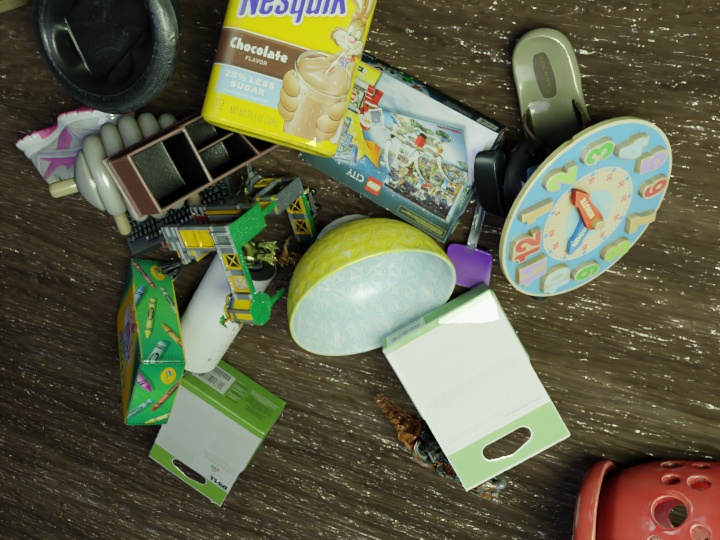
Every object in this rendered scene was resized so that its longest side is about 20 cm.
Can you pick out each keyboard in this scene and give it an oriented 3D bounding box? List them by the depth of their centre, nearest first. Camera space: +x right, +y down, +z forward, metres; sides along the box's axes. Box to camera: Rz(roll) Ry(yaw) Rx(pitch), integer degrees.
[{"bbox_3d":[-0.239,-0.060,0.897,0.199,0.021,0.128,-20,92,29],"label":"keyboard"}]

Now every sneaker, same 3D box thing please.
[{"bbox_3d":[-0.358,-0.164,0.879,0.199,0.081,0.089,-14,111,36],"label":"sneaker"}]

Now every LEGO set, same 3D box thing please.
[{"bbox_3d":[-0.140,-0.031,0.793,0.115,0.200,0.154,2,129,30],"label":"LEGO set"}]

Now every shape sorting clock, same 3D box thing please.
[{"bbox_3d":[0.221,-0.054,0.651,0.199,0.039,0.201,-15,134,-16],"label":"shape sorting clock"}]

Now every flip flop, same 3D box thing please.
[{"bbox_3d":[0.201,-0.140,0.670,0.081,0.058,0.201,-12,114,27],"label":"flip flop"}]

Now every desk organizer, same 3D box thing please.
[{"bbox_3d":[-0.165,-0.136,0.730,0.077,0.200,0.072,4,125,55],"label":"desk organizer"}]

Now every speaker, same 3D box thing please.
[{"bbox_3d":[-0.190,0.050,0.913,0.081,0.081,0.200,37,124,1],"label":"speaker"}]

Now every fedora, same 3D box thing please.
[{"bbox_3d":[-0.275,-0.280,0.773,0.199,0.092,0.202,11,120,20],"label":"fedora"}]

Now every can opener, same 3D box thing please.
[{"bbox_3d":[0.181,-0.051,0.709,0.078,0.063,0.200,23,151,45],"label":"can opener"}]

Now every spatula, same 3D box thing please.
[{"bbox_3d":[0.134,-0.064,0.760,0.056,0.021,0.201,15,119,14],"label":"spatula"}]

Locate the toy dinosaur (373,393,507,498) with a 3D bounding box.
[{"bbox_3d":[0.107,0.231,0.884,0.199,0.103,0.136,18,141,-12],"label":"toy dinosaur"}]

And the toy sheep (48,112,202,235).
[{"bbox_3d":[-0.262,-0.118,0.792,0.138,0.199,0.138,55,159,33],"label":"toy sheep"}]

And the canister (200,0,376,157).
[{"bbox_3d":[-0.065,-0.227,0.661,0.148,0.087,0.201,15,95,-5],"label":"canister"}]

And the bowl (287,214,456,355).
[{"bbox_3d":[0.000,0.000,0.781,0.200,0.199,0.108,-46,50,33],"label":"bowl"}]

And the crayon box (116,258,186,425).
[{"bbox_3d":[-0.289,0.094,0.914,0.058,0.200,0.119,5,127,-28],"label":"crayon box"}]

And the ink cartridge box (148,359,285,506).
[{"bbox_3d":[-0.225,0.246,1.031,0.147,0.076,0.200,33,124,3],"label":"ink cartridge box"}]

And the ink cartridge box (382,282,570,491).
[{"bbox_3d":[0.135,0.137,0.795,0.145,0.048,0.201,-30,98,6],"label":"ink cartridge box"}]

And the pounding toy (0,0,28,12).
[{"bbox_3d":[-0.467,-0.409,0.748,0.141,0.184,0.201,20,122,-3],"label":"pounding toy"}]

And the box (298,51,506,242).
[{"bbox_3d":[0.040,-0.140,0.738,0.199,0.038,0.137,32,123,12],"label":"box"}]

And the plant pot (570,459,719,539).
[{"bbox_3d":[0.350,0.316,0.767,0.182,0.200,0.201,-3,114,32],"label":"plant pot"}]
